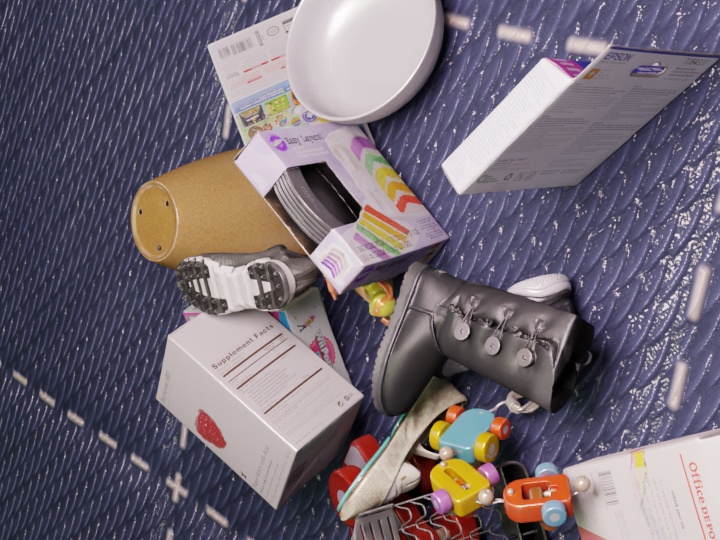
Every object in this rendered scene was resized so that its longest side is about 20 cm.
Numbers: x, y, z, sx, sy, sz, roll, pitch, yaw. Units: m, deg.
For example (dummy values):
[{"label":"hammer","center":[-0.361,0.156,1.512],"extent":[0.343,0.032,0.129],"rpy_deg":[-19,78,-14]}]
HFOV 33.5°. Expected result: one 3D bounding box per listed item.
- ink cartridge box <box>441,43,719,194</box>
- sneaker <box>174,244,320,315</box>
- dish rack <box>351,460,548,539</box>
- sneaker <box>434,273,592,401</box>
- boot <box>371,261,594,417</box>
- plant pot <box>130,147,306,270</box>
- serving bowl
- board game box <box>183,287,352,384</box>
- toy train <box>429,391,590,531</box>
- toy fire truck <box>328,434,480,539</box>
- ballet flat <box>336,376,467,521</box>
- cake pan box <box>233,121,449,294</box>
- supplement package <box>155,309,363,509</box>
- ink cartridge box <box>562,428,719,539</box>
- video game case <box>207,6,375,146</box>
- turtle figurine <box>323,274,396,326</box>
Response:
[{"label":"ink cartridge box","center":[0.199,-0.145,1.077],"extent":[0.200,0.196,0.043],"rpy_deg":[-46,65,36]},{"label":"sneaker","center":[-0.120,0.008,1.322],"extent":[0.199,0.090,0.067],"rpy_deg":[0,105,45]},{"label":"dish rack","center":[0.093,0.294,1.226],"extent":[0.055,0.198,0.155],"rpy_deg":[140,116,-68]},{"label":"sneaker","center":[0.149,0.092,1.228],"extent":[0.200,0.075,0.115],"rpy_deg":[-36,66,37]},{"label":"boot","center":[0.116,0.095,1.175],"extent":[0.199,0.065,0.166],"rpy_deg":[19,101,32]},{"label":"plant pot","center":[-0.169,-0.061,1.442],"extent":[0.186,0.199,0.188],"rpy_deg":[6,98,44]},{"label":"serving bowl","center":[0.013,-0.251,1.324],"extent":[0.199,0.066,0.202],"rpy_deg":[-10,72,32]},{"label":"board game box","center":[-0.114,0.101,1.465],"extent":[0.199,0.064,0.149],"rpy_deg":[-4,113,44]},{"label":"toy train","center":[0.142,0.199,1.179],"extent":[0.200,0.149,0.056],"rpy_deg":[-94,-8,-63]},{"label":"toy fire truck","center":[0.034,0.296,1.347],"extent":[0.201,0.111,0.169],"rpy_deg":[55,146,27]},{"label":"ballet flat","center":[0.051,0.192,1.267],"extent":[0.062,0.200,0.068],"rpy_deg":[32,151,10]},{"label":"cake pan box","center":[-0.018,-0.073,1.269],"extent":[0.184,0.200,0.052],"rpy_deg":[50,121,15]},{"label":"supplement package","center":[-0.117,0.143,1.356],"extent":[0.200,0.120,0.122],"rpy_deg":[39,138,18]},{"label":"ink cartridge box","center":[0.295,0.215,1.102],"extent":[0.199,0.067,0.117],"rpy_deg":[-24,77,44]},{"label":"video game case","center":[-0.083,-0.206,1.411],"extent":[0.142,0.018,0.201],"rpy_deg":[-22,74,1]},{"label":"turtle figurine","center":[0.000,0.000,1.328],"extent":[0.064,0.200,0.162],"rpy_deg":[-42,43,7]}]
